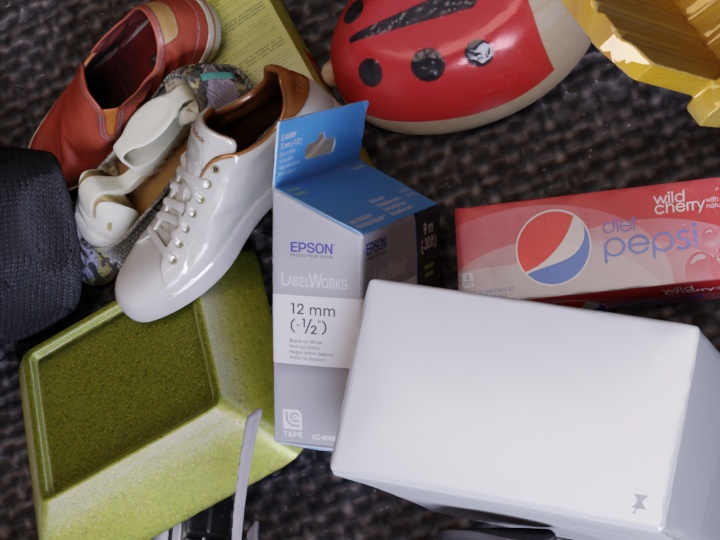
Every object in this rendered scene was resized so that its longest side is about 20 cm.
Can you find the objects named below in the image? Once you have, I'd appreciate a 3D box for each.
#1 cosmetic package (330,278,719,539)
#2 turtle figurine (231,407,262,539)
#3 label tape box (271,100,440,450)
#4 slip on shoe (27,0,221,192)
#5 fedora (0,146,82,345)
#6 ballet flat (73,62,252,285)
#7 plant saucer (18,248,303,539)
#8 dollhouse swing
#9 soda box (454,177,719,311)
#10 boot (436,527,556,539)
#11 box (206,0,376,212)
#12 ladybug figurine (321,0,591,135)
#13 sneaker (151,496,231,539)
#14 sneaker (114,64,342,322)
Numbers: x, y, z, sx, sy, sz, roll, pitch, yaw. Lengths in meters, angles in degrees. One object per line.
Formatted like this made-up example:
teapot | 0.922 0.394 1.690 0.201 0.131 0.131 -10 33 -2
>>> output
cosmetic package | 0.115 0.093 1.246 0.199 0.200 0.123 8 82 21
turtle figurine | -0.076 0.229 1.246 0.194 0.144 0.200 -42 91 -26
label tape box | 0.000 0.000 1.307 0.066 0.143 0.201 6 101 21
slip on shoe | -0.179 -0.124 1.452 0.200 0.061 0.074 -40 68 34
fedora | -0.244 -0.019 1.435 0.091 0.201 0.201 -6 73 -16
ballet flat | -0.155 -0.068 1.422 0.200 0.072 0.072 -48 66 24
plant saucer | -0.149 0.084 1.380 0.200 0.048 0.200 -30 43 12
dollhouse swing | 0.205 -0.214 1.295 0.182 0.176 0.200 -37 68 9
soda box | 0.164 -0.012 1.326 0.199 0.063 0.070 -7 76 19
boot | 0.067 0.260 1.255 0.188 0.068 0.201 -26 64 52
box | -0.057 -0.115 1.435 0.075 0.050 0.200 -34 69 10
ladybug figurine | 0.063 -0.165 1.391 0.200 0.072 0.136 -23 72 14
sneaker | -0.155 0.199 1.388 0.115 0.076 0.201 3 82 18
sneaker | -0.104 -0.057 1.362 0.200 0.085 0.073 -47 46 4
